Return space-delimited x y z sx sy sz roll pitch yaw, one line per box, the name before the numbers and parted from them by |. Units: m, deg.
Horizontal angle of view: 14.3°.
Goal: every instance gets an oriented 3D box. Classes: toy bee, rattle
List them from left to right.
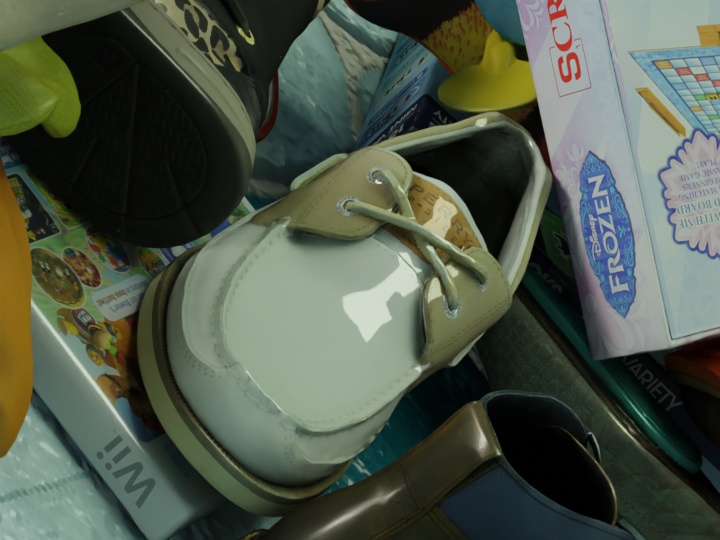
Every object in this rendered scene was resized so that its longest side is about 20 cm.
rattle | -0.023 -0.063 0.681 0.199 0.130 0.144 -28 97 -29
toy bee | 0.034 -0.099 0.930 0.201 0.108 0.131 64 20 0

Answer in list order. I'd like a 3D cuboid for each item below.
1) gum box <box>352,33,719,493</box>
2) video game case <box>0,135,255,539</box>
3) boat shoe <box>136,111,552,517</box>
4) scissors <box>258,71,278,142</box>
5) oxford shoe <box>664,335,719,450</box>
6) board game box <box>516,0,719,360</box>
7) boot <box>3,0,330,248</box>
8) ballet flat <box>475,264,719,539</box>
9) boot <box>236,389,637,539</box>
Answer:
gum box | 0.078 -0.019 1.024 0.170 0.045 0.200 43 24 -12
video game case | -0.082 -0.026 0.789 0.200 0.018 0.143 52 23 5
boat shoe | 0.000 0.000 0.785 0.075 0.068 0.200 48 24 -5
scissors | -0.061 -0.137 0.906 0.073 0.014 0.201 8 69 -52
oxford shoe | 0.134 0.052 0.861 0.200 0.071 0.073 -16 92 -86
board game box | 0.138 -0.089 0.887 0.199 0.041 0.201 -11 89 -33
boot | -0.082 -0.117 0.791 0.200 0.073 0.151 49 31 -11
ballet flat | 0.089 0.080 0.876 0.200 0.062 0.067 46 5 4
boot | 0.052 0.090 0.752 0.199 0.097 0.075 19 38 -49
